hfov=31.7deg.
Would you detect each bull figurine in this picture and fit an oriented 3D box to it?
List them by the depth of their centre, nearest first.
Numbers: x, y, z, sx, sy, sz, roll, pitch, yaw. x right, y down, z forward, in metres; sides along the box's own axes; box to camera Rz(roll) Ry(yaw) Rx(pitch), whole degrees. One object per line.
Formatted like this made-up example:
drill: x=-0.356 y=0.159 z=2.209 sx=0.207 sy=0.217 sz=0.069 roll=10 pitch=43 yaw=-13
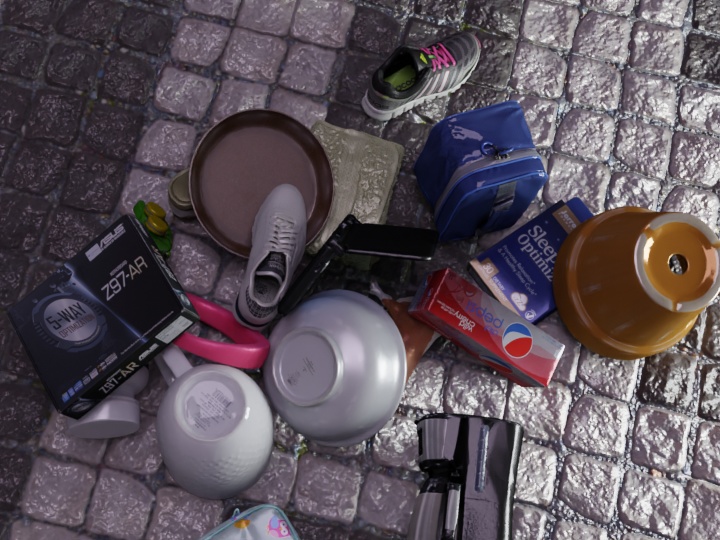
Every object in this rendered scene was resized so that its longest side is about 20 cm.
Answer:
bull figurine: x=0.045 y=0.087 z=1.671 sx=0.121 sy=0.065 sz=0.201 roll=28 pitch=68 yaw=12

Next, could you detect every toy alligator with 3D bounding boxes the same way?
toy alligator: x=-0.271 y=-0.032 z=1.672 sx=0.054 sy=0.201 sz=0.059 roll=30 pitch=109 yaw=-26

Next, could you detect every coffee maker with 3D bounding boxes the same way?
coffee maker: x=0.150 y=0.291 z=1.577 sx=0.190 sy=0.134 sz=0.202 roll=18 pitch=68 yaw=-21

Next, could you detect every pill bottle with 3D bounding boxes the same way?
pill bottle: x=-0.329 y=0.104 z=1.612 sx=0.118 sy=0.120 sz=0.202 roll=-4 pitch=69 yaw=-5

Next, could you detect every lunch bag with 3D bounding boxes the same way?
lunch bag: x=-0.148 y=0.383 z=1.538 sx=0.199 sy=0.077 sz=0.161 roll=-29 pitch=72 yaw=-13
lunch bag: x=0.163 y=-0.123 z=1.685 sx=0.134 sy=0.200 sz=0.134 roll=-15 pitch=73 yaw=-15

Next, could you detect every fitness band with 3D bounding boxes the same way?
fitness band: x=-0.193 y=0.071 z=1.600 sx=0.142 sy=0.200 sz=0.038 roll=17 pitch=99 yaw=-30

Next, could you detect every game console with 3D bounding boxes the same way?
game console: x=0.000 y=0.000 z=1.607 sx=0.116 sy=0.200 sz=0.176 roll=38 pitch=102 yaw=-1

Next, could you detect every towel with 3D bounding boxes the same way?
towel: x=-0.027 y=-0.106 z=1.755 sx=0.147 sy=0.037 sz=0.202 roll=13 pitch=69 yaw=3

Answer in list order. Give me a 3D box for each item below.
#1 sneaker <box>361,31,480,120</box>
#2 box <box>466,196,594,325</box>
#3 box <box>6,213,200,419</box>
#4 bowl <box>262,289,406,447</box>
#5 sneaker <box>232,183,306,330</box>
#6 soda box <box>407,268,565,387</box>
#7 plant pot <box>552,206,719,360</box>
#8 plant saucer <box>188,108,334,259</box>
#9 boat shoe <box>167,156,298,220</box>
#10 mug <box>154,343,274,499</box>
sneaker: x=0.091 y=-0.288 z=1.804 sx=0.199 sy=0.088 sz=0.074 roll=-30 pitch=73 yaw=-14
box: x=0.259 y=-0.013 z=1.739 sx=0.199 sy=0.032 sz=0.122 roll=-33 pitch=74 yaw=-15
box: x=-0.311 y=0.055 z=1.530 sx=0.199 sy=0.044 sz=0.161 roll=-38 pitch=64 yaw=6
bowl: x=-0.049 y=0.121 z=1.588 sx=0.199 sy=0.090 sz=0.204 roll=-3 pitch=83 yaw=26
sneaker: x=-0.106 y=-0.025 z=1.623 sx=0.076 sy=0.081 sz=0.202 roll=15 pitch=67 yaw=-8
soda box: x=0.162 y=0.076 z=1.636 sx=0.199 sy=0.070 sz=0.064 roll=32 pitch=75 yaw=-16
plant pot: x=0.370 y=0.005 z=1.633 sx=0.198 sy=0.183 sz=0.203 roll=2 pitch=80 yaw=-11
plant saucer: x=-0.133 y=-0.113 z=1.689 sx=0.198 sy=0.032 sz=0.203 roll=2 pitch=85 yaw=-19
boat shoe: x=-0.173 y=-0.130 z=1.739 sx=0.198 sy=0.069 sz=0.075 roll=-23 pitch=71 yaw=-17
mug: x=-0.194 y=0.170 z=1.564 sx=0.147 sy=0.176 sz=0.201 roll=-33 pitch=74 yaw=-15
